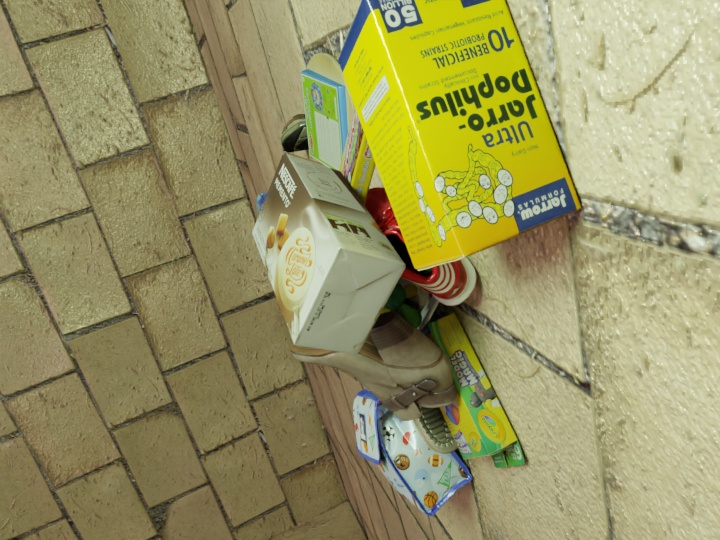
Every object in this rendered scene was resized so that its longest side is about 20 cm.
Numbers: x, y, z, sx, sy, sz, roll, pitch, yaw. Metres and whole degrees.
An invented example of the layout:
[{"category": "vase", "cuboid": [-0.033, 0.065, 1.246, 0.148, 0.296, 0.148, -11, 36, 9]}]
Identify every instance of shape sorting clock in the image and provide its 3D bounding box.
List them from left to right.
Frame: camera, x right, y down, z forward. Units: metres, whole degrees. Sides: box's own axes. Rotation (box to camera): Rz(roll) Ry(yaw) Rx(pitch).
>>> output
[{"category": "shape sorting clock", "cuboid": [-0.043, -0.232, 0.890, 0.200, 0.039, 0.202, 45, 146, 42]}]

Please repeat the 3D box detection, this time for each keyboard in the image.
[{"category": "keyboard", "cuboid": [0.087, 0.073, 0.807, 0.011, 0.057, 0.200, 25, 158, 4]}]

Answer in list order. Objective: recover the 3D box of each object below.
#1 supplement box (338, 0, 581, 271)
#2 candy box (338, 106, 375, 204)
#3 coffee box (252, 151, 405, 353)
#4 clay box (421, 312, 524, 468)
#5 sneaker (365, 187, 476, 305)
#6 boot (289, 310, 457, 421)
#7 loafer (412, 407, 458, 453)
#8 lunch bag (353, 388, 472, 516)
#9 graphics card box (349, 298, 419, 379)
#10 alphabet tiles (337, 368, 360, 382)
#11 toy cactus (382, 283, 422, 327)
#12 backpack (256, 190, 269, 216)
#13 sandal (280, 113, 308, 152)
[{"category": "supplement box", "cuboid": [0.073, -0.116, 0.464, 0.109, 0.107, 0.203, 160, 89, -76]}, {"category": "candy box", "cuboid": [0.006, -0.164, 0.655, 0.103, 0.026, 0.202, -93, 15, -45]}, {"category": "coffee box", "cuboid": [-0.043, -0.025, 0.606, 0.115, 0.079, 0.201, -61, 35, 25]}, {"category": "clay box", "cuboid": [0.136, 0.169, 0.753, 0.115, 0.047, 0.202, 107, 142, -68]}, {"category": "sneaker", "cuboid": [0.043, -0.050, 0.647, 0.200, 0.079, 0.115, 44, -170, 36]}, {"category": "boot", "cuboid": [0.020, 0.129, 0.719, 0.198, 0.071, 0.147, -16, 117, 38]}, {"category": "loafer", "cuboid": [0.103, 0.193, 0.878, 0.069, 0.074, 0.202, 83, 170, -48]}, {"category": "lunch bag", "cuboid": [0.067, 0.295, 0.977, 0.201, 0.123, 0.170, 55, 164, -2]}, {"category": "graphics card box", "cuboid": [0.024, 0.113, 0.945, 0.051, 0.126, 0.200, 35, 162, 2]}, {"category": "alphabet tiles", "cuboid": [0.001, 0.123, 0.812, 0.198, 0.008, 0.168, 26, 149, 21]}, {"category": "toy cactus", "cuboid": [0.000, 0.000, 0.715, 0.202, 0.101, 0.165, 58, 180, 4]}, {"category": "backpack", "cuboid": [-0.132, -0.078, 1.270, 0.202, 0.133, 0.183, 62, 166, 18]}, {"category": "sandal", "cuboid": [-0.117, -0.261, 1.073, 0.201, 0.078, 0.058, -168, 72, -74]}]
